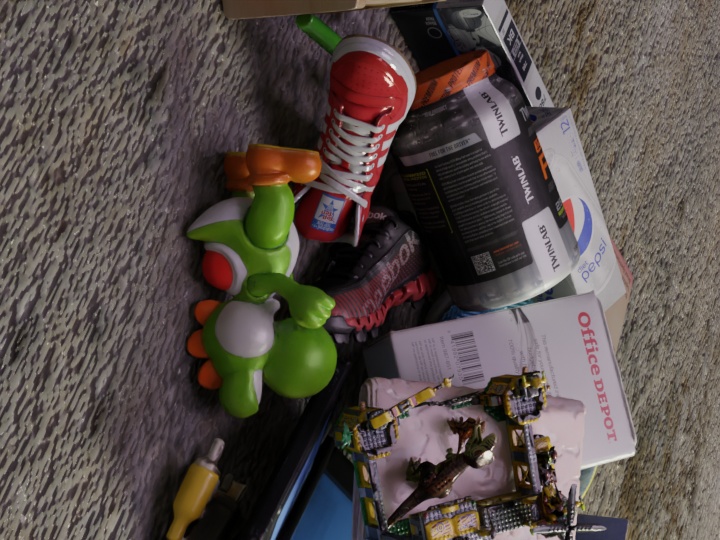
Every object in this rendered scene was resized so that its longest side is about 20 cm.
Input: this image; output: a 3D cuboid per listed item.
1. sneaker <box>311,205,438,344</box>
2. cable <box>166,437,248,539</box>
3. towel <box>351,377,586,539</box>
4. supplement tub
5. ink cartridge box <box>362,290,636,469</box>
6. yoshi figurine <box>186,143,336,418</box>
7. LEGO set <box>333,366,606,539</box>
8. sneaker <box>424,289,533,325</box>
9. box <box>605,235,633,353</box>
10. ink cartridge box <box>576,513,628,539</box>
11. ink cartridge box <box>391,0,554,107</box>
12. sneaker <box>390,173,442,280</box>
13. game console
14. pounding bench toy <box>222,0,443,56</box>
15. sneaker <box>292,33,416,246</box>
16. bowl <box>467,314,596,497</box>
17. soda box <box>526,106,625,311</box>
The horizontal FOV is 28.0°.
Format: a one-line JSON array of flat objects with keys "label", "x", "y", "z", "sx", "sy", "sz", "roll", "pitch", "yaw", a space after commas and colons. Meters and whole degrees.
[{"label": "sneaker", "x": 0.000, "y": 0.000, "z": 1.207, "sx": 0.200, "sy": 0.070, "sz": 0.099, "roll": -30, "pitch": 116, "yaw": -57}, {"label": "cable", "x": -0.139, "y": 0.220, "z": 1.036, "sx": 0.201, "sy": 0.050, "sz": 0.097, "roll": -56, "pitch": 158, "yaw": -24}, {"label": "towel", "x": 0.084, "y": 0.189, "z": 1.149, "sx": 0.198, "sy": 0.032, "sz": 0.193, "roll": 8, "pitch": 85, "yaw": -25}, {"label": "supplement tub", "x": 0.101, "y": -0.077, "z": 1.234, "sx": 0.122, "sy": 0.122, "sz": 0.201, "roll": -39, "pitch": 111, "yaw": -51}, {"label": "ink cartridge box", "x": 0.118, "y": 0.112, "z": 1.240, "sx": 0.198, "sy": 0.084, "sz": 0.146, "roll": -10, "pitch": 81, "yaw": -19}, {"label": "yoshi figurine", "x": -0.059, "y": 0.011, "z": 1.082, "sx": 0.112, "sy": 0.111, "sz": 0.202, "roll": 9, "pitch": 86, "yaw": -64}, {"label": "LEGO set", "x": 0.085, "y": 0.152, "z": 1.069, "sx": 0.198, "sy": 0.116, "sz": 0.155, "roll": -1, "pitch": 88, "yaw": -24}, {"label": "sneaker", "x": 0.127, "y": 0.005, "z": 1.414, "sx": 0.200, "sy": 0.080, "sz": 0.077, "roll": -42, "pitch": 130, "yaw": -25}, {"label": "box", "x": 0.196, "y": 0.060, "z": 1.489, "sx": 0.128, "sy": 0.108, "sz": 0.201, "roll": 49, "pitch": 50, "yaw": -47}, {"label": "ink cartridge box", "x": 0.132, "y": 0.310, "z": 1.310, "sx": 0.047, "sy": 0.196, "sz": 0.202, "roll": 35, "pitch": 61, "yaw": -53}, {"label": "ink cartridge box", "x": 0.113, "y": -0.187, "z": 1.358, "sx": 0.200, "sy": 0.099, "sz": 0.039, "roll": 53, "pitch": 48, "yaw": -43}, {"label": "sneaker", "x": 0.105, "y": -0.044, "z": 1.370, "sx": 0.200, "sy": 0.073, "sz": 0.119, "roll": -15, "pitch": 97, "yaw": -47}, {"label": "game console", "x": -0.021, "y": 0.203, "z": 1.110, "sx": 0.177, "sy": 0.116, "sz": 0.201, "roll": 110, "pitch": 5, "yaw": -45}, {"label": "pounding bench toy", "x": -0.024, "y": -0.225, "z": 1.112, "sx": 0.156, "sy": 0.123, "sz": 0.202, "roll": -21, "pitch": 109, "yaw": -56}, {"label": "sneaker", "x": -0.012, "y": -0.091, "z": 1.126, "sx": 0.200, "sy": 0.071, "sz": 0.113, "roll": 101, "pitch": 11, "yaw": -65}, {"label": "bowl", "x": 0.110, "y": 0.149, "z": 1.331, "sx": 0.198, "sy": 0.108, "sz": 0.202, "roll": 4, "pitch": 75, "yaw": -16}, {"label": "soda box", "x": 0.180, "y": -0.050, "z": 1.345, "sx": 0.063, "sy": 0.068, "sz": 0.201, "roll": -36, "pitch": 118, "yaw": -31}]
